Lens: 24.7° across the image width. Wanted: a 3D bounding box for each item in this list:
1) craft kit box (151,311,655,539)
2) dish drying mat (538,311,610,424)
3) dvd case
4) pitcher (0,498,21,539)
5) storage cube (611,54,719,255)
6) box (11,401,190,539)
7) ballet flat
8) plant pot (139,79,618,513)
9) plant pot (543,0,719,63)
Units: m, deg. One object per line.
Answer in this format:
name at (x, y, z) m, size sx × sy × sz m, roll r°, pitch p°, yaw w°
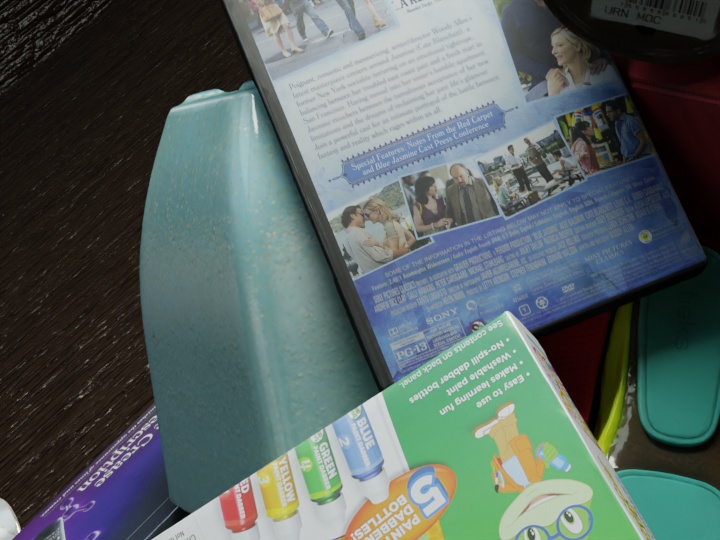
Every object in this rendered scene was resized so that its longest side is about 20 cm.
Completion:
craft kit box at (0.022, 0.148, 0.600) m, size 0.200 × 0.049 × 0.198 m, roll -34°, pitch 62°, yaw 7°
dish drying mat at (0.062, 0.035, 0.687) m, size 0.018 × 0.077 × 0.200 m, roll 106°, pitch 177°, yaw -83°
dvd case at (0.038, -0.064, 0.681) m, size 0.142 × 0.200 × 0.018 m, roll -21°, pitch -14°, yaw -4°
pitcher at (-0.324, 0.217, 1.007) m, size 0.200 × 0.121 × 0.172 m, roll -11°, pitch -21°, yaw -44°
storage cube at (0.216, -0.069, 0.733) m, size 0.200 × 0.171 × 0.180 m, roll -39°, pitch 22°, yaw -9°
box at (-0.127, 0.164, 0.910) m, size 0.200 × 0.079 × 0.141 m, roll -45°, pitch 25°, yaw -21°
ballet flat at (0.122, 0.085, 0.682) m, size 0.067 × 0.067 × 0.200 m, roll 99°, pitch -177°, yaw -68°
plant pot at (0.000, 0.000, 0.778) m, size 0.196 × 0.200 × 0.196 m, roll -18°, pitch 9°, yaw -21°
plant pot at (0.135, -0.185, 0.659) m, size 0.187 × 0.187 × 0.200 m, roll -17°, pitch 42°, yaw 41°
